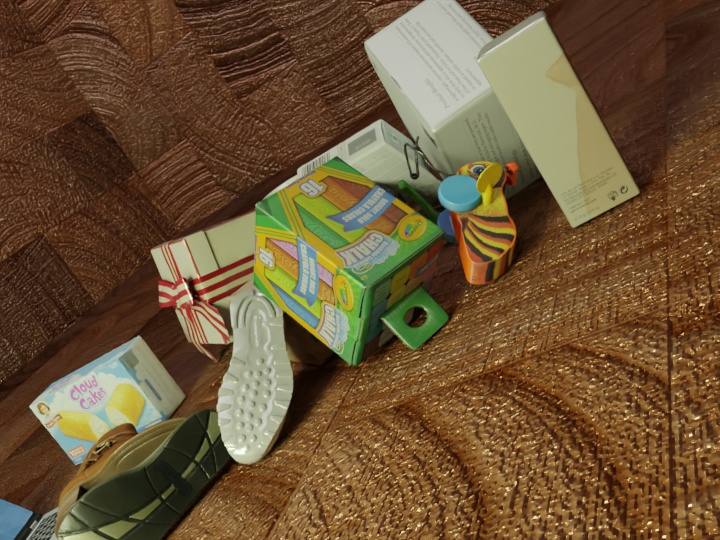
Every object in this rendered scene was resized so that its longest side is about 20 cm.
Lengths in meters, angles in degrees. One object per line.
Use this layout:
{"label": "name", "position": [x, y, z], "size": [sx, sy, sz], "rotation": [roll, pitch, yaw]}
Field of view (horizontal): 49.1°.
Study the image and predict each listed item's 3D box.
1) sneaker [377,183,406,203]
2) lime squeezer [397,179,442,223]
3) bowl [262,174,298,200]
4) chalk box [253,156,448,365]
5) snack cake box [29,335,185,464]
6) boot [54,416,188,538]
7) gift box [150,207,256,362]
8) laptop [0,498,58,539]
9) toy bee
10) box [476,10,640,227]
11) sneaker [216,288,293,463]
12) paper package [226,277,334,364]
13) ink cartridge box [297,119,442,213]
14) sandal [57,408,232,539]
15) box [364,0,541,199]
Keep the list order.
{"label": "sneaker", "position": [0.008, -0.073, 1.161], "size": [0.073, 0.112, 0.200], "rotation": [-43, 16, -34]}
{"label": "lime squeezer", "position": [0.110, -0.075, 1.048], "size": [0.038, 0.071, 0.200], "rotation": [-45, -22, 24]}
{"label": "bowl", "position": [-0.112, -0.110, 1.400], "size": [0.200, 0.094, 0.201], "rotation": [-32, 14, 9]}
{"label": "chalk box", "position": [0.000, 0.000, 0.814], "size": [0.125, 0.200, 0.124], "rotation": [-36, -30, -35]}
{"label": "snack cake box", "position": [-0.368, 0.190, 1.143], "size": [0.199, 0.115, 0.067], "rotation": [-28, 16, 27]}
{"label": "boot", "position": [-0.264, 0.211, 0.909], "size": [0.200, 0.074, 0.155], "rotation": [-35, 16, -2]}
{"label": "gift box", "position": [-0.196, 0.023, 1.186], "size": [0.186, 0.201, 0.184], "rotation": [-24, 4, -30]}
{"label": "laptop", "position": [-0.426, 0.298, 0.916], "size": [0.199, 0.116, 0.187], "rotation": [-30, 15, 16]}
{"label": "toy bee", "position": [0.133, -0.083, 0.860], "size": [0.108, 0.201, 0.131], "rotation": [-16, -18, -8]}
{"label": "box", "position": [0.202, -0.157, 0.812], "size": [0.077, 0.201, 0.095], "rotation": [-28, 15, 20]}
{"label": "sneaker", "position": [-0.106, 0.117, 0.837], "size": [0.076, 0.081, 0.201], "rotation": [2, 51, -1]}
{"label": "paper package", "position": [-0.044, 0.015, 1.010], "size": [0.200, 0.104, 0.190], "rotation": [-40, 15, -24]}
{"label": "ink cartridge box", "position": [0.030, -0.133, 1.179], "size": [0.160, 0.200, 0.048], "rotation": [-26, 59, 30]}
{"label": "sandal", "position": [-0.202, 0.219, 0.782], "size": [0.201, 0.080, 0.057], "rotation": [-36, -4, -35]}
{"label": "box", "position": [0.128, -0.211, 1.019], "size": [0.130, 0.200, 0.199], "rotation": [-33, 53, 4]}
